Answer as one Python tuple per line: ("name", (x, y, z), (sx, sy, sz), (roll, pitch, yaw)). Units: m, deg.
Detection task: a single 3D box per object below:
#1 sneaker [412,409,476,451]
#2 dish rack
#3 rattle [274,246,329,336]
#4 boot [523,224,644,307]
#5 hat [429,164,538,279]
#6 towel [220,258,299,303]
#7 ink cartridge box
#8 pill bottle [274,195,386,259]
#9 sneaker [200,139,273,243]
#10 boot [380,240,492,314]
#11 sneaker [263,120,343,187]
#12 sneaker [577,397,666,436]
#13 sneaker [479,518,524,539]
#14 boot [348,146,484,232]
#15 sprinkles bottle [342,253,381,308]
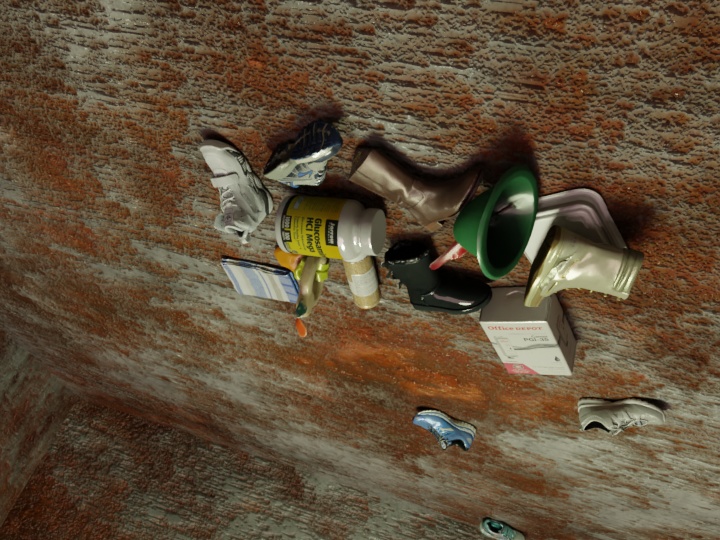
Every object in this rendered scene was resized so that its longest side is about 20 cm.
("sneaker", (0.249, 0.487, 1.798), (0.196, 0.090, 0.079), (19, 147, 5))
("dish rack", (0.349, -0.044, 1.010), (0.169, 0.044, 0.200), (-11, 136, 41))
("rattle", (-0.149, 0.034, 1.274), (0.140, 0.203, 0.131), (23, 148, -2))
("boot", (0.361, 0.015, 0.985), (0.151, 0.073, 0.202), (15, 147, 7))
("hat", (0.168, -0.085, 0.966), (0.174, 0.204, 0.164), (23, -173, 41))
("towel", (-0.245, 0.031, 1.496), (0.196, 0.024, 0.148), (10, 146, 19))
("ink cartridge box", (0.345, 0.127, 1.222), (0.144, 0.084, 0.201), (-4, 140, 35))
("pill bottle", (-0.055, -0.081, 1.133), (0.196, 0.114, 0.113), (6, 145, 23))
("sneaker", (-0.251, -0.149, 1.150), (0.074, 0.117, 0.201), (-4, 140, 34))
("boot", (0.149, 0.010, 1.188), (0.195, 0.074, 0.164), (-2, 137, 34))
("sneaker", (-0.085, -0.195, 1.039), (0.084, 0.079, 0.198), (31, 156, -32))
("sneaker", (0.608, 0.352, 1.392), (0.197, 0.083, 0.075), (-10, 137, 40))
("sneaker", (0.601, 1.104, 2.499), (0.196, 0.079, 0.087), (17, 144, 8))
("boot", (0.084, -0.160, 0.992), (0.198, 0.065, 0.186), (34, 144, -9))
("sprinkles bottle", (0.000, 0.000, 1.260), (0.067, 0.069, 0.202), (9, 146, 19))
